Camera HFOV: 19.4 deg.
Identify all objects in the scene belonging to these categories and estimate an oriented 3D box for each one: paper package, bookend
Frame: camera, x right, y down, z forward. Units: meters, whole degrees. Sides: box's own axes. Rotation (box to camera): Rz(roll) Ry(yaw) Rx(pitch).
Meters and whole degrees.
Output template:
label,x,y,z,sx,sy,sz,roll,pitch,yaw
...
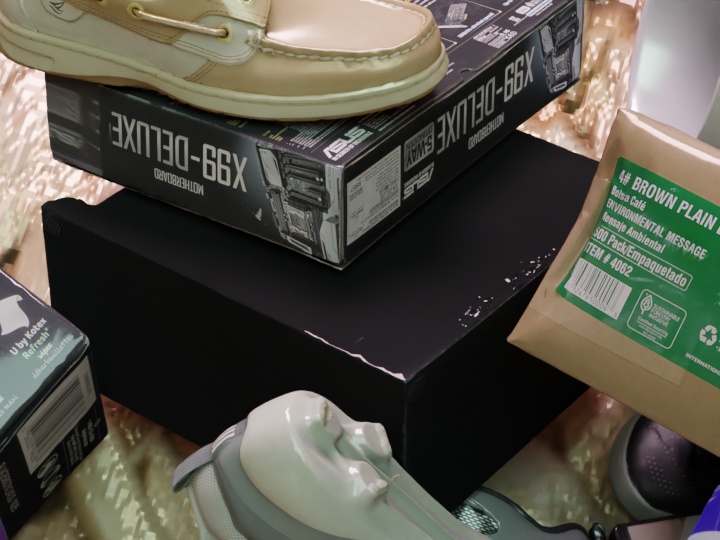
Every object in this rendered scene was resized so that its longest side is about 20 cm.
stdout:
label,x,y,z,sx,sy,sz,roll,pitch,yaw
paper package,0.191,0.034,0.806,0.200,0.191,0.104,30,97,32
bookend,0.000,0.000,0.937,0.200,0.092,0.199,24,42,29

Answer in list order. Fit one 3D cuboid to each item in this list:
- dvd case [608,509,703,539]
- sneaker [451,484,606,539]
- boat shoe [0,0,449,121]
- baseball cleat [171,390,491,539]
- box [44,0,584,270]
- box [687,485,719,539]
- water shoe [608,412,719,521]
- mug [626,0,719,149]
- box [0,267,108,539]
label,x,y,z,sx,sy,sz,roll,pitch,yaw
dvd case,0.197,0.183,0.868,0.143,0.018,0.200,-8,56,-11
sneaker,0.012,0.134,0.903,0.200,0.078,0.140,5,64,-12
boat shoe,-0.062,-0.111,0.867,0.200,0.069,0.074,9,34,15
baseball cleat,0.009,0.131,0.828,0.200,0.106,0.070,49,27,-16
box,-0.017,-0.088,0.941,0.158,0.050,0.200,20,38,28
box,0.168,0.207,0.722,0.184,0.105,0.200,32,85,-23
water shoe,0.208,0.061,0.941,0.200,0.079,0.072,-13,67,-9
mug,0.225,-0.066,0.978,0.175,0.148,0.200,11,96,-10
box,-0.218,0.029,0.903,0.200,0.122,0.106,37,69,11
